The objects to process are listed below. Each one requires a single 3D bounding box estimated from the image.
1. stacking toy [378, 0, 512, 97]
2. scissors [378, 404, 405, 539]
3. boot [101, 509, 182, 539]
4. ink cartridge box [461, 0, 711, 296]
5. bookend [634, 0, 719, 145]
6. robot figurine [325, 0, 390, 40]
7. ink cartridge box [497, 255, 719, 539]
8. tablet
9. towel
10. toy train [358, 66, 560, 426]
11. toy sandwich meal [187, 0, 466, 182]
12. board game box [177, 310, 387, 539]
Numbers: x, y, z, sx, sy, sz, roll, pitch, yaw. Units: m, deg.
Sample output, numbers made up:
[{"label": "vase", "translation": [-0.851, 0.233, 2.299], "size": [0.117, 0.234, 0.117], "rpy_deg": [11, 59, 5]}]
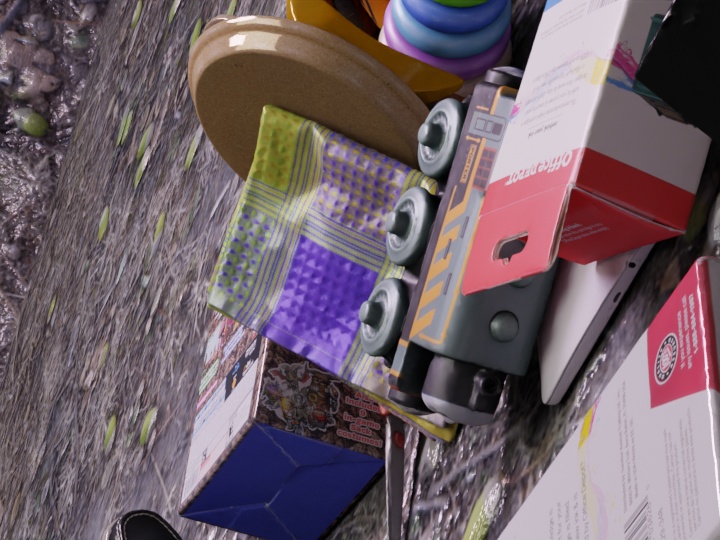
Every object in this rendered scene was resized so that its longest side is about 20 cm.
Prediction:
[{"label": "stacking toy", "translation": [0.057, -0.189, 1.566], "size": [0.200, 0.085, 0.085], "rpy_deg": [94, -177, -57]}, {"label": "scissors", "translation": [0.026, 0.094, 1.595], "size": [0.014, 0.073, 0.200], "rpy_deg": [-17, 74, 30]}, {"label": "boot", "translation": [-0.085, 0.210, 1.673], "size": [0.204, 0.073, 0.154], "rpy_deg": [60, 137, 27]}, {"label": "ink cartridge box", "translation": [0.125, -0.075, 1.299], "size": [0.116, 0.067, 0.200], "rpy_deg": [-20, 50, 69]}, {"label": "bookend", "translation": [0.230, -0.056, 0.827], "size": [0.200, 0.199, 0.092], "rpy_deg": [42, 125, 24]}, {"label": "robot figurine", "translation": [0.005, -0.152, 1.719], "size": [0.200, 0.058, 0.145], "rpy_deg": [66, 175, -16]}, {"label": "ink cartridge box", "translation": [0.131, 0.117, 1.054], "size": [0.148, 0.086, 0.200], "rpy_deg": [-89, 20, -45]}, {"label": "tablet", "translation": [0.120, -0.034, 1.412], "size": [0.200, 0.014, 0.130], "rpy_deg": [-93, 25, -52]}, {"label": "towel", "translation": [0.000, 0.000, 1.552], "size": [0.023, 0.200, 0.144], "rpy_deg": [-11, -54, -57]}, {"label": "toy train", "translation": [0.066, -0.012, 1.411], "size": [0.114, 0.085, 0.200], "rpy_deg": [22, 95, 66]}, {"label": "toy sandwich meal", "translation": [-0.010, -0.099, 1.610], "size": [0.070, 0.205, 0.205], "rpy_deg": [-58, 5, -31]}, {"label": "board game box", "translation": [-0.039, 0.059, 1.726], "size": [0.159, 0.097, 0.200], "rpy_deg": [129, 154, -54]}]
